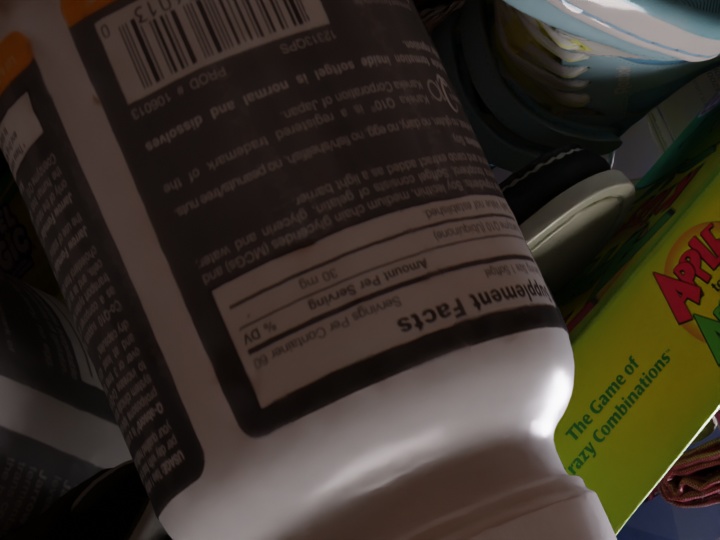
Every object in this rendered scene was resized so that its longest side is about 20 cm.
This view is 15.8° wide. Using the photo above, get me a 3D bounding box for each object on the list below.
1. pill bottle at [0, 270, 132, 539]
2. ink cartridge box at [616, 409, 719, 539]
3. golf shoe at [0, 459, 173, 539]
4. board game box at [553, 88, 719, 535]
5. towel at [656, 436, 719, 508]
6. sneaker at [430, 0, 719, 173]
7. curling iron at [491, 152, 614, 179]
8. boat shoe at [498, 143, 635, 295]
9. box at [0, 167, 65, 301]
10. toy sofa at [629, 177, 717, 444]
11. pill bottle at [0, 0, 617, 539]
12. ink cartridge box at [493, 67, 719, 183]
[{"bbox_3d":[-0.122,0.054,0.751,0.113,0.114,0.200,-29,150,18],"label":"pill bottle"},{"bbox_3d":[0.100,0.100,1.024,0.200,0.137,0.076,-35,161,21],"label":"ink cartridge box"},{"bbox_3d":[-0.046,0.096,0.717,0.199,0.078,0.098,-12,123,-46],"label":"golf shoe"},{"bbox_3d":[0.099,0.004,0.811,0.200,0.048,0.102,-47,-174,-22],"label":"board game box"},{"bbox_3d":[0.210,0.027,0.885,0.199,0.023,0.144,-20,173,-40],"label":"towel"},{"bbox_3d":[0.058,-0.072,0.789,0.130,0.080,0.200,-33,166,28],"label":"sneaker"},{"bbox_3d":[0.000,0.000,0.896,0.199,0.050,0.026,-30,144,11],"label":"curling iron"},{"bbox_3d":[0.009,0.003,0.823,0.074,0.066,0.199,-18,163,-37],"label":"boat shoe"},{"bbox_3d":[-0.083,-0.003,0.874,0.117,0.049,0.200,-17,164,-37],"label":"box"},{"bbox_3d":[0.043,0.025,0.957,0.097,0.083,0.200,-37,-159,-26],"label":"toy sofa"},{"bbox_3d":[-0.014,0.007,0.672,0.116,0.201,0.116,-23,169,-5],"label":"pill bottle"},{"bbox_3d":[0.143,-0.050,1.048,0.199,0.084,0.145,-16,166,-39],"label":"ink cartridge box"}]
